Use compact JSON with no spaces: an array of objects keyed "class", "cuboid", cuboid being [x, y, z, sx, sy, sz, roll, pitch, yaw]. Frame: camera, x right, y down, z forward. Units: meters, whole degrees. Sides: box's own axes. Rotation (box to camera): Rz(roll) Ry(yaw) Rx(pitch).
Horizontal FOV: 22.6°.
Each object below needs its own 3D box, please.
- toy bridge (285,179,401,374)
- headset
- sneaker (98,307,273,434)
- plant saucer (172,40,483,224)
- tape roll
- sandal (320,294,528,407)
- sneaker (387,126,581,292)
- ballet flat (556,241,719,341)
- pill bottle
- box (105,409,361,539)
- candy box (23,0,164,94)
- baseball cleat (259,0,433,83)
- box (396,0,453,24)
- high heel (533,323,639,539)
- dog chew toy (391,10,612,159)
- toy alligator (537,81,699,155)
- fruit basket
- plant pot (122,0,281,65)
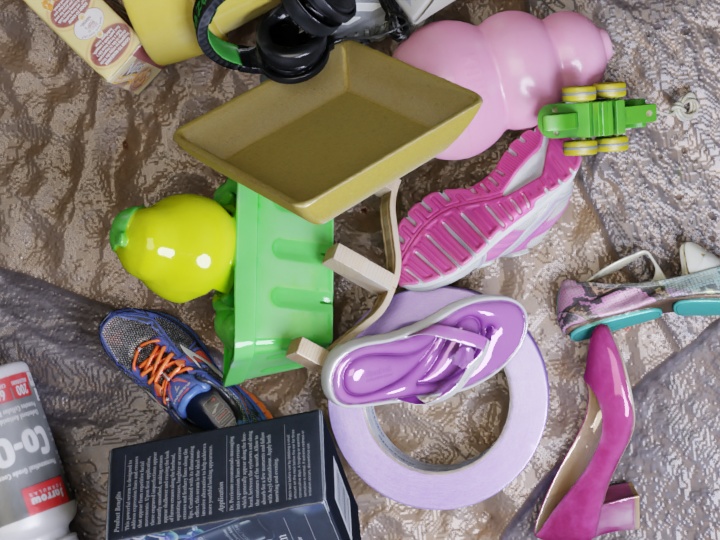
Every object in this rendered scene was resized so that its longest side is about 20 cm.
[{"class":"toy bridge","cuboid":[0.000,0.000,1.574,0.067,0.027,0.201,29,66,-18]},{"class":"headset","cuboid":[-0.049,-0.226,1.560,0.199,0.124,0.094,5,54,-25]},{"class":"sneaker","cuboid":[-0.161,0.103,1.666,0.200,0.078,0.075,37,93,6]},{"class":"plant saucer","cuboid":[-0.026,-0.111,1.527,0.199,0.200,0.049,-31,128,-25]},{"class":"tape roll","cuboid":[0.072,0.114,1.644,0.199,0.066,0.201,0,89,8]},{"class":"sandal","cuboid":[0.064,0.080,1.549,0.202,0.050,0.083,-18,115,-22]},{"class":"sneaker","cuboid":[0.117,-0.039,1.620,0.199,0.088,0.082,-32,60,-1]},{"class":"ballet flat","cuboid":[0.273,0.014,1.623,0.199,0.069,0.072,-9,74,8]},{"class":"pill bottle","cuboid":[-0.330,0.195,1.669,0.113,0.114,0.201,-21,87,7]},{"class":"box","cuboid":[-0.110,0.225,1.610,0.199,0.149,0.107,-11,45,8]},{"class":"candy box","cuboid":[-0.271,-0.253,1.663,0.200,0.115,0.055,45,96,5]},{"class":"baseball cleat","cuboid":[-0.002,-0.224,1.652,0.106,0.070,0.200,42,95,6]},{"class":"box","cuboid":[0.098,-0.330,1.577,0.200,0.109,0.128,-35,86,-27]},{"class":"high heel","cuboid":[0.195,0.148,1.617,0.095,0.067,0.201,-7,111,-2]},{"class":"dog chew toy","cuboid":[0.128,-0.175,1.614,0.199,0.125,0.125,-16,88,-1]},{"class":"toy alligator","cuboid":[0.217,-0.137,1.599,0.054,0.199,0.060,6,103,48]},{"class":"fruit basket","cuboid":[-0.125,-0.009,1.603,0.214,0.156,0.217,2,74,-8]},{"class":"plant pot","cuboid":[-0.118,-0.302,1.602,0.188,0.201,0.202,-14,88,5]}]
